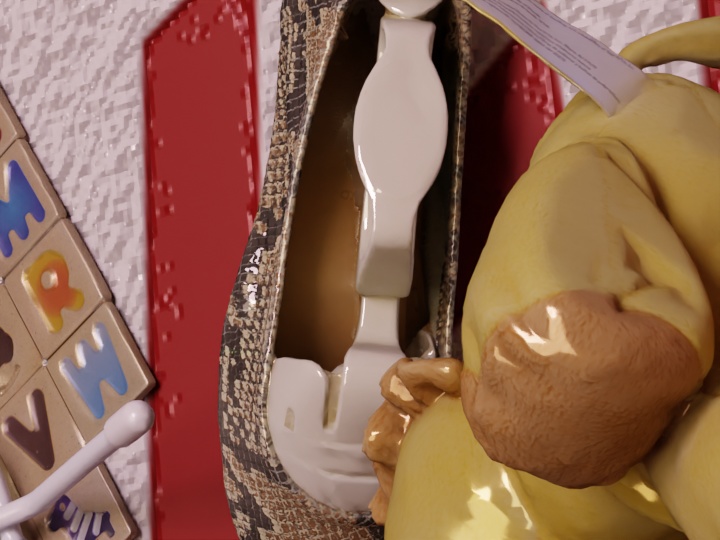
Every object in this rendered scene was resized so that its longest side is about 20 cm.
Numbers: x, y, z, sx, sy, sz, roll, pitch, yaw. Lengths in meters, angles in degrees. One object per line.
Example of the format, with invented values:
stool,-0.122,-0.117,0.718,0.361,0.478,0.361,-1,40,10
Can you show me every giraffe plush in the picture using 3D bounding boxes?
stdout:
giraffe plush,0.064,0.046,0.684,0.200,0.173,0.162,45,129,29

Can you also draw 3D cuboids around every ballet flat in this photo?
ballet flat,0.000,0.000,0.774,0.075,0.068,0.200,175,100,-76

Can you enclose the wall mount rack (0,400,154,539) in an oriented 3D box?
wall mount rack,-0.105,0.129,0.849,0.174,0.075,0.200,-24,78,18

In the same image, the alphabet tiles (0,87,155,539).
alphabet tiles,-0.146,0.034,0.935,0.166,0.006,0.200,-44,62,28
